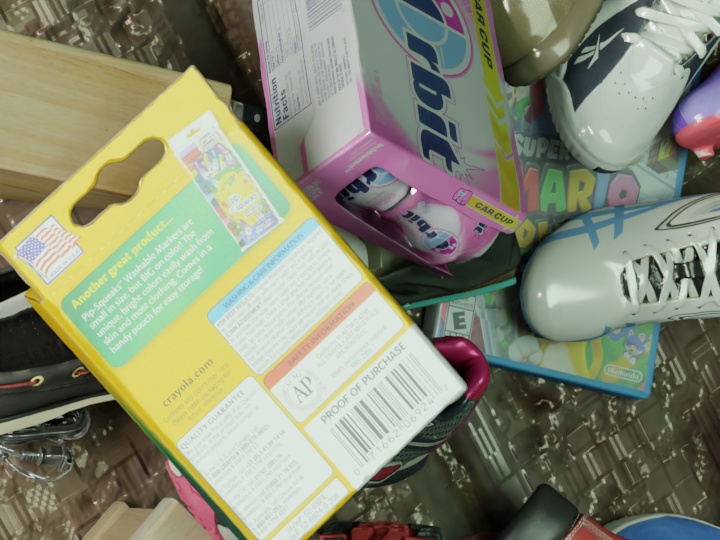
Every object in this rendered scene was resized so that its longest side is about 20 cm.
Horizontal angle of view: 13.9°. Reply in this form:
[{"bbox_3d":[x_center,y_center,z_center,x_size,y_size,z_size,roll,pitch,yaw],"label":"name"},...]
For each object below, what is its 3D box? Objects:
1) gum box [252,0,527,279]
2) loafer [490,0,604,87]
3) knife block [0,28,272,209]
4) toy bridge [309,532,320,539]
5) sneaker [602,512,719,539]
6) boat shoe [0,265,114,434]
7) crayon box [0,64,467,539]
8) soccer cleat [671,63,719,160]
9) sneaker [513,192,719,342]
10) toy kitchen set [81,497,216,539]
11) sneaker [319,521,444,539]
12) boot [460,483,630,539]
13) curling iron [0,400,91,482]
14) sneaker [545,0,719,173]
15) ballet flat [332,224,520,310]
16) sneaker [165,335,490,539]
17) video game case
[{"bbox_3d":[0.011,-0.102,1.462,0.113,0.066,0.201,25,43,-38],"label":"gum box"},{"bbox_3d":[0.113,-0.191,1.572,0.067,0.076,0.201,40,58,-22],"label":"loafer"},{"bbox_3d":[-0.100,-0.063,1.408,0.175,0.200,0.064,5,84,1],"label":"knife block"},{"bbox_3d":[-0.002,0.194,1.531,0.067,0.027,0.201,-35,104,-28],"label":"toy bridge"},{"bbox_3d":[0.223,0.180,1.608,0.199,0.111,0.077,20,79,-27],"label":"sneaker"},{"bbox_3d":[-0.128,0.022,1.436,0.201,0.063,0.074,-21,61,-28],"label":"boat shoe"},{"bbox_3d":[-0.062,0.021,1.363,0.126,0.052,0.200,-43,103,-10],"label":"crayon box"},{"bbox_3d":[0.241,-0.117,1.656,0.199,0.067,0.077,-18,82,-35],"label":"soccer cleat"},{"bbox_3d":[0.174,-0.004,1.591,0.199,0.072,0.072,-12,95,-27],"label":"sneaker"},{"bbox_3d":[-0.172,0.152,1.361,0.181,0.163,0.200,48,67,-19],"label":"toy kitchen set"},{"bbox_3d":[0.001,0.181,1.426,0.200,0.079,0.096,-17,106,-71],"label":"sneaker"},{"bbox_3d":[0.086,0.221,1.565,0.144,0.072,0.201,30,94,4],"label":"boot"},{"bbox_3d":[-0.102,0.048,1.478,0.200,0.026,0.050,-30,65,-30],"label":"curling iron"},{"bbox_3d":[0.179,-0.148,1.567,0.079,0.129,0.199,42,58,-13],"label":"sneaker"},{"bbox_3d":[0.000,0.000,1.491,0.200,0.068,0.069,-23,105,-43],"label":"ballet flat"},{"bbox_3d":[-0.017,0.076,1.468,0.200,0.075,0.081,-25,78,-47],"label":"sneaker"},{"bbox_3d":[0.112,-0.041,1.608,0.143,0.018,0.201,14,81,-27],"label":"video game case"}]
